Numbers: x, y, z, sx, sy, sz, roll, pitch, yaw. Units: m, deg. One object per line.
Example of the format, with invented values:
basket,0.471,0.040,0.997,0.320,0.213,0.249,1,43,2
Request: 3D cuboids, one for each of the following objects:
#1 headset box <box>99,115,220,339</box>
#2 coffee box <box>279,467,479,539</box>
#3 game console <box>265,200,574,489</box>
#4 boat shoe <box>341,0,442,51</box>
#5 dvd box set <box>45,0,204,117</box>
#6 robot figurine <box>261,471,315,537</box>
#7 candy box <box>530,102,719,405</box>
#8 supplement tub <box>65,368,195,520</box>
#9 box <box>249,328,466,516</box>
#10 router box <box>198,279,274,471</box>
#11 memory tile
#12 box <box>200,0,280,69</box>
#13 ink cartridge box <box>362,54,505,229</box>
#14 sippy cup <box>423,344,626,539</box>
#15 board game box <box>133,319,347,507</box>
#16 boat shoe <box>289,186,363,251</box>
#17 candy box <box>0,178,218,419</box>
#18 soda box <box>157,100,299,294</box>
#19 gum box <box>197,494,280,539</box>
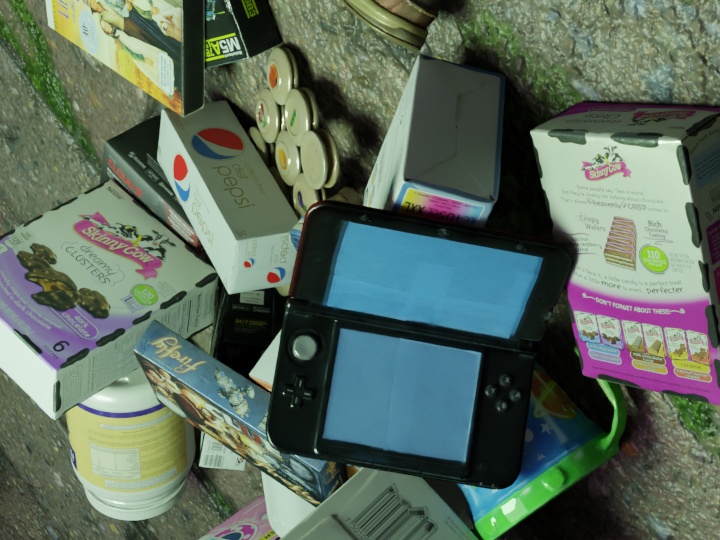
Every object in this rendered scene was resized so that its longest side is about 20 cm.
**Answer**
headset box,-0.195,-0.046,1.527,0.149,0.075,0.201,44,142,20
coffee box,-0.004,0.304,1.217,0.200,0.199,0.198,47,148,10
game console,0.041,0.059,1.104,0.119,0.198,0.174,119,161,-77
boat shoe,-0.004,-0.248,1.162,0.200,0.072,0.068,46,110,32
dvd box set,-0.218,-0.247,1.369,0.199,0.029,0.147,35,139,28
robot figurine,-0.042,0.192,1.479,0.170,0.112,0.202,-126,26,-55
candy box,0.207,-0.015,1.068,0.136,0.061,0.202,11,124,47
supplement tub,-0.260,0.169,1.705,0.145,0.145,0.202,32,136,33
box,0.015,0.127,1.314,0.124,0.098,0.201,18,153,43
router box,-0.120,0.077,1.474,0.201,0.050,0.150,106,168,-47
memory tile,-0.070,-0.085,1.349,0.154,0.017,0.201,65,151,31
box,-0.176,-0.276,1.363,0.199,0.047,0.195,-3,115,51
ink cartridge box,0.045,-0.047,1.170,0.075,0.137,0.201,15,140,-8
sippy cup,0.119,0.131,1.221,0.131,0.177,0.140,55,168,12
board game box,-0.103,0.132,1.326,0.199,0.035,0.136,31,160,16
boat shoe,0.000,0.000,1.316,0.072,0.072,0.200,35,164,24
candy box,-0.261,0.021,1.417,0.167,0.199,0.072,38,140,25
soda box,-0.121,-0.070,1.364,0.201,0.067,0.064,57,147,41
gum box,-0.135,0.324,1.615,0.113,0.199,0.067,-2,114,53
